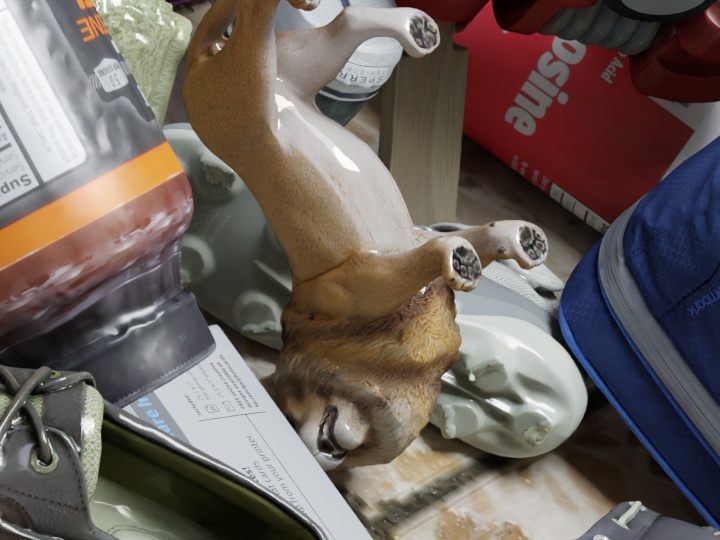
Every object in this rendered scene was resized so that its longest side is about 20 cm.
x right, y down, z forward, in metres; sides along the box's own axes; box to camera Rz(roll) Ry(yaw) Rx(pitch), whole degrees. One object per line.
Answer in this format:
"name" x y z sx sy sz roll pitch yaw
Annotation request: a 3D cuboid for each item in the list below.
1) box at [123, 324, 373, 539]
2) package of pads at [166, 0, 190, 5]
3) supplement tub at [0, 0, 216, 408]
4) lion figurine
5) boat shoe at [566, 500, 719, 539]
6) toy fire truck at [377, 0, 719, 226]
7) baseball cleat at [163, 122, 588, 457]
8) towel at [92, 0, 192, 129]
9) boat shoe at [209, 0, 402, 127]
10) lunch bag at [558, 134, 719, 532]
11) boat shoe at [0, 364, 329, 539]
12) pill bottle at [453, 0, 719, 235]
"box" -0.091 0.093 0.969 0.200 0.041 0.156 -7 49 -41
"package of pads" -0.101 -0.172 1.265 0.121 0.076 0.200 46 37 15
"supplement tub" -0.123 -0.045 0.951 0.107 0.107 0.200 -34 98 -53
"lion figurine" -0.015 -0.028 1.047 0.072 0.122 0.200 -26 94 -46
"boat shoe" 0.068 0.128 1.028 0.063 0.073 0.200 32 28 24
"toy fire truck" 0.086 -0.096 1.167 0.176 0.200 0.129 11 61 -23
"baseball cleat" 0.000 0.000 1.146 0.200 0.070 0.106 36 26 -8
"towel" -0.162 -0.048 1.017 0.200 0.148 0.036 11 -4 -22
"boat shoe" -0.039 -0.127 1.176 0.072 0.071 0.200 17 38 -27
"lunch bag" 0.183 0.039 1.145 0.200 0.132 0.136 52 41 0
"boat shoe" -0.097 0.058 0.883 0.201 0.066 0.072 29 36 -27
"pill bottle" 0.116 -0.076 1.275 0.200 0.112 0.112 36 35 9
